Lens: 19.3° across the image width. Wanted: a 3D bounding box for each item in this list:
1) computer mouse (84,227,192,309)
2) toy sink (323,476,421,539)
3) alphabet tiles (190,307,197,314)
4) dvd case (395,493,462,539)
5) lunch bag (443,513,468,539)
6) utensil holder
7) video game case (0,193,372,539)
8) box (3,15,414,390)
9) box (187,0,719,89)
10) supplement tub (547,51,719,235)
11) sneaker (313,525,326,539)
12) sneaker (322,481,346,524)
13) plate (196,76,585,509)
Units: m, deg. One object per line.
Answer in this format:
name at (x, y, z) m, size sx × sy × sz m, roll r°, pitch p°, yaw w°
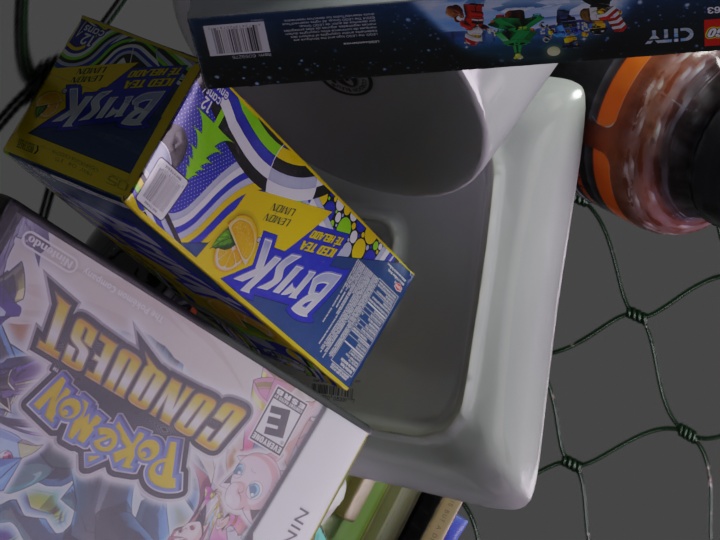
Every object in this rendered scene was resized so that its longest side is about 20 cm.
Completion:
computer mouse at (-0.122, 0.023, 0.971) m, size 0.200 × 0.053 × 0.138 m, roll -50°, pitch 175°, yaw 2°
toy sink at (-0.026, 0.091, 1.194) m, size 0.200 × 0.112 × 0.131 m, roll 25°, pitch 95°, yaw -39°
alphabet tiles at (-0.049, 0.023, 1.086) m, size 0.200 × 0.166 × 0.006 m, roll -61°, pitch -153°, yaw -10°
dvd case at (0.030, 0.139, 1.221) m, size 0.200 × 0.016 × 0.149 m, roll -63°, pitch -171°, yaw -2°
lunch bag at (-0.024, 0.128, 1.381) m, size 0.094 × 0.200 × 0.151 m, roll -62°, pitch 173°, yaw 2°
utensil holder at (0.035, -0.156, 0.932) m, size 0.200 × 0.170 × 0.170 m, roll -57°, pitch 171°, yaw -26°
video game case at (-0.110, 0.096, 0.841) m, size 0.025 × 0.200 × 0.181 m, roll 15°, pitch -106°, yaw 56°
box at (-0.057, -0.022, 0.868) m, size 0.064 × 0.070 × 0.200 m, roll -61°, pitch 147°, yaw -11°
box at (0.042, -0.134, 0.784) m, size 0.038 × 0.200 × 0.137 m, roll 78°, pitch 11°, yaw -48°
supplement tub at (0.126, -0.083, 1.014) m, size 0.107 × 0.200 × 0.107 m, roll -21°, pitch 126°, yaw -32°
sneaker at (-0.082, 0.172, 0.925) m, size 0.200 × 0.091 × 0.078 m, roll -65°, pitch 165°, yaw -1°
sneaker at (-0.059, 0.164, 1.020) m, size 0.200 × 0.080 × 0.070 m, roll -49°, pitch 169°, yaw 30°
plate at (0.000, 0.000, 1.001) m, size 0.032 × 0.199 × 0.200 m, roll 5°, pitch 93°, yaw -60°
